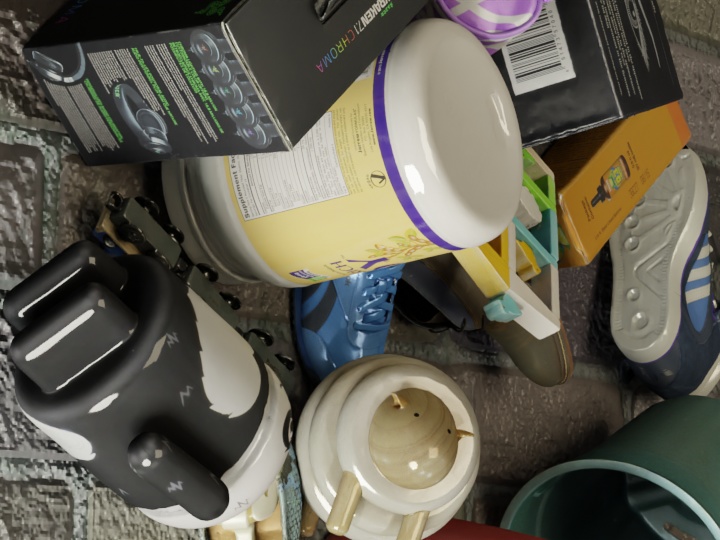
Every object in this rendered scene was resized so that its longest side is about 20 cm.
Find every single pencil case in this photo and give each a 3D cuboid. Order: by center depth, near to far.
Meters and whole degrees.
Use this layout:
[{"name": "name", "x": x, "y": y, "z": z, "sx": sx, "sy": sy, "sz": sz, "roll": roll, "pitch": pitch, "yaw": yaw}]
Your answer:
[{"name": "pencil case", "x": 0.061, "y": -0.159, "z": 1.524, "sx": 0.085, "sy": 0.200, "sz": 0.085, "roll": 10, "pitch": 75, "yaw": -11}]

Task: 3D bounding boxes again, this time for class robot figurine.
[{"name": "robot figurine", "x": -0.125, "y": 0.070, "z": 1.359, "sx": 0.200, "sy": 0.124, "sz": 0.151, "roll": 46, "pitch": 53, "yaw": -37}]

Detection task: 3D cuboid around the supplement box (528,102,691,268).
[{"name": "supplement box", "x": 0.190, "y": -0.081, "z": 1.808, "sx": 0.200, "sy": 0.068, "sz": 0.067, "roll": -48, "pitch": 121, "yaw": -44}]

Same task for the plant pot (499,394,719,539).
[{"name": "plant pot", "x": 0.234, "y": 0.201, "z": 1.747, "sx": 0.196, "sy": 0.199, "sz": 0.202, "roll": -35, "pitch": 113, "yaw": -56}]

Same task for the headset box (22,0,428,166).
[{"name": "headset box", "x": -0.074, "y": -0.154, "z": 1.378, "sx": 0.174, "sy": 0.199, "sz": 0.093, "roll": -49, "pitch": 122, "yaw": -34}]

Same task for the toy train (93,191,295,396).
[{"name": "toy train", "x": -0.109, "y": 0.018, "z": 1.449, "sx": 0.200, "sy": 0.046, "sz": 0.034, "roll": 51, "pitch": 47, "yaw": -36}]

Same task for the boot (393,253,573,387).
[{"name": "boot", "x": 0.077, "y": 0.030, "z": 1.663, "sx": 0.097, "sy": 0.074, "sz": 0.200, "roll": -47, "pitch": 112, "yaw": -31}]

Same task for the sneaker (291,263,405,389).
[{"name": "sneaker", "x": 0.000, "y": 0.000, "z": 1.559, "sx": 0.066, "sy": 0.078, "sz": 0.202, "roll": -1, "pitch": 88, "yaw": -52}]

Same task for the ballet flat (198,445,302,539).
[{"name": "ballet flat", "x": -0.073, "y": 0.177, "z": 1.447, "sx": 0.074, "sy": 0.074, "sz": 0.202, "roll": -6, "pitch": 89, "yaw": -50}]

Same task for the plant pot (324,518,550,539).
[{"name": "plant pot", "x": 0.078, "y": 0.260, "z": 1.546, "sx": 0.200, "sy": 0.176, "sz": 0.202, "roll": 9, "pitch": 79, "yaw": -49}]

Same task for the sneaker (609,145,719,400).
[{"name": "sneaker", "x": 0.269, "y": 0.013, "z": 1.892, "sx": 0.146, "sy": 0.080, "sz": 0.201, "roll": 42, "pitch": 52, "yaw": -50}]

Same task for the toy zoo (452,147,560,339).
[{"name": "toy zoo", "x": 0.100, "y": -0.040, "z": 1.627, "sx": 0.131, "sy": 0.020, "sz": 0.201, "roll": 46, "pitch": 31, "yaw": -32}]

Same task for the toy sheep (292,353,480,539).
[{"name": "toy sheep", "x": 0.014, "y": 0.122, "z": 1.492, "sx": 0.137, "sy": 0.200, "sz": 0.139, "roll": 2, "pitch": 84, "yaw": -19}]

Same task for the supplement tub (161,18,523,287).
[{"name": "supplement tub", "x": -0.012, "y": -0.069, "z": 1.439, "sx": 0.145, "sy": 0.199, "sz": 0.147, "roll": 28, "pitch": 56, "yaw": -51}]

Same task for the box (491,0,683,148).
[{"name": "box", "x": 0.155, "y": -0.177, "z": 1.693, "sx": 0.200, "sy": 0.104, "sz": 0.149, "roll": -19, "pitch": 93, "yaw": -68}]
